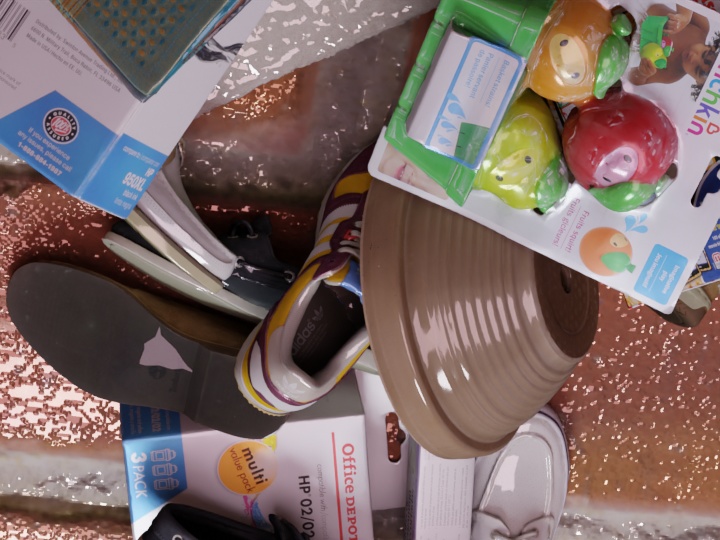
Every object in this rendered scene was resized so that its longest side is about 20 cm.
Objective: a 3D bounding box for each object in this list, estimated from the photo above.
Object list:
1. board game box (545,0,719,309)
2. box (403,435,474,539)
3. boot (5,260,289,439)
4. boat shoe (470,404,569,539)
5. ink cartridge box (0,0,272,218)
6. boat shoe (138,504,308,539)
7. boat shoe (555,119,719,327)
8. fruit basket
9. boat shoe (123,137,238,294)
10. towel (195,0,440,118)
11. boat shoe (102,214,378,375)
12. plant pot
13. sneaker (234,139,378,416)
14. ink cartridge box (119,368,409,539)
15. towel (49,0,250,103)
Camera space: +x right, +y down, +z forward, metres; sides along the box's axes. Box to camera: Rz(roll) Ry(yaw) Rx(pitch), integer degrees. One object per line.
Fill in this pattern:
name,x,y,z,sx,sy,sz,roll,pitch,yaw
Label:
board game box,0.180,-0.089,1.639,0.046,0.151,0.201,-22,91,-30
box,0.053,0.112,1.797,0.041,0.039,0.201,-1,105,-10
boot,-0.130,0.045,1.757,0.199,0.075,0.074,24,112,5
boat shoe,0.099,0.184,1.838,0.070,0.070,0.201,9,114,-10
ink cartridge box,-0.146,-0.155,1.588,0.144,0.084,0.200,36,93,19
boat shoe,-0.050,0.193,1.737,0.199,0.075,0.063,16,111,-20
boat shoe,0.160,-0.053,1.745,0.200,0.072,0.076,42,79,-21
fruit basket,0.121,-0.087,1.561,0.199,0.094,0.186,29,120,8
boat shoe,-0.139,-0.075,1.666,0.068,0.075,0.200,-44,91,-4
towel,-0.053,-0.184,1.672,0.199,0.035,0.133,-23,117,6
boat shoe,-0.063,-0.001,1.740,0.198,0.075,0.066,24,83,-4
plant pot,0.085,0.012,1.674,0.092,0.201,0.202,-8,119,28
sneaker,0.000,0.000,1.676,0.075,0.090,0.201,32,71,-14
ink cartridge box,-0.053,0.133,1.799,0.199,0.068,0.116,-7,116,-4
towel,-0.129,-0.210,1.537,0.147,0.022,0.200,-44,69,4
